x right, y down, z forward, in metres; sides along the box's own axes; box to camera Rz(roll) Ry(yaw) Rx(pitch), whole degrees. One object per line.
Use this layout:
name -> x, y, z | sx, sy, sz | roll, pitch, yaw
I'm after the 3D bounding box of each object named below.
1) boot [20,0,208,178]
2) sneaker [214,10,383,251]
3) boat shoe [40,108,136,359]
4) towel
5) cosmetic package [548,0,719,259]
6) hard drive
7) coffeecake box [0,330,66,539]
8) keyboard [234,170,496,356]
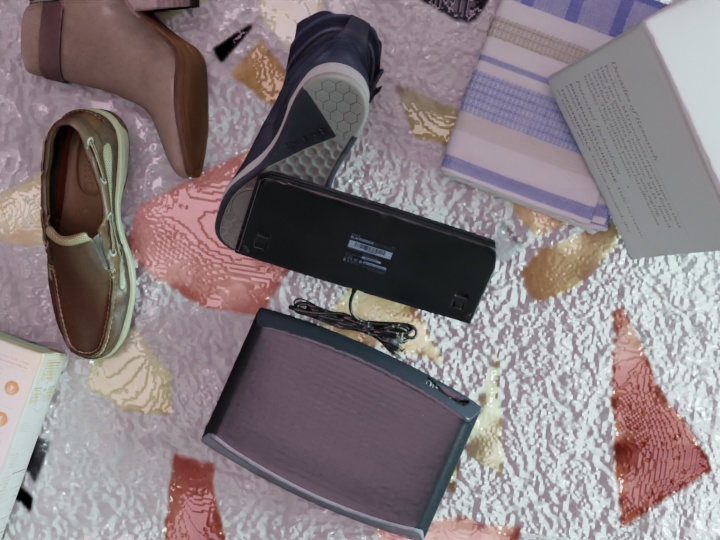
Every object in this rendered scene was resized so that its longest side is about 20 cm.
boot -> -0.204, -0.173, 0.971 | 0.146, 0.070, 0.200 | -2, 88, 9
sneaker -> -0.047, -0.115, 0.955 | 0.077, 0.146, 0.202 | 26, 128, -17
boat shoe -> -0.224, -0.025, 0.933 | 0.075, 0.075, 0.203 | 0, 98, 12
towel -> 0.163, -0.145, 0.974 | 0.147, 0.024, 0.200 | 19, 86, 2
cosmetic package -> 0.269, -0.118, 0.865 | 0.167, 0.200, 0.167 | -26, 92, -9
hard drive -> -0.017, 0.124, 0.948 | 0.200, 0.042, 0.135 | 24, 89, 3
coffeecake box -> -0.345, 0.136, 0.941 | 0.153, 0.073, 0.200 | 19, 86, 3
keyboard -> 0.000, 0.000, 0.937 | 0.200, 0.021, 0.127 | 18, 119, -7
